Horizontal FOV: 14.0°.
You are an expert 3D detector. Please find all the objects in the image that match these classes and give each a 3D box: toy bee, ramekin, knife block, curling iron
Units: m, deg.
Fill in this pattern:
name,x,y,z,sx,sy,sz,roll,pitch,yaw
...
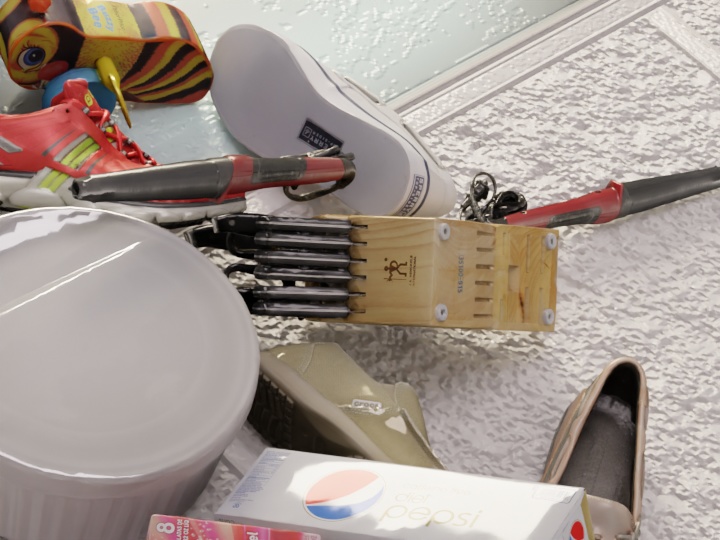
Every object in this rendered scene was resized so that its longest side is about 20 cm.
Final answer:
name,x,y,z,sx,sy,sz,roll,pitch,yaw
toy bee,-0.180,-0.136,1.817,0.200,0.109,0.131,-28,61,-34
ramekin,-0.160,0.066,1.640,0.202,0.094,0.203,7,47,-8
knife block,0.000,0.000,1.756,0.175,0.064,0.200,3,0,36
curling iron,-0.082,-0.050,1.707,0.200,0.050,0.026,-8,76,-42
curling iron,0.152,-0.050,1.875,0.199,0.026,0.050,-9,53,-22

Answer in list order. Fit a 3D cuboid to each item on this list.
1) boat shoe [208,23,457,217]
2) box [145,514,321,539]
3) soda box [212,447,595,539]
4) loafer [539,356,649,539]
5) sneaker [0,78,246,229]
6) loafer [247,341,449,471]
name,x,y,z,sx,sy,sz,roll,pitch,yaw
boat shoe,-0.019,-0.087,1.847,0.065,0.074,0.200,13,25,-51
box,-0.074,0.235,1.499,0.095,0.100,0.200,7,47,-7
soda box,0.026,0.149,1.570,0.199,0.068,0.064,6,36,30
loafer,0.129,0.133,1.671,0.072,0.063,0.200,15,46,0
sneaker,-0.163,-0.071,1.759,0.199,0.077,0.085,10,88,-6
loafer,0.015,0.102,1.663,0.068,0.076,0.200,-33,61,-29
